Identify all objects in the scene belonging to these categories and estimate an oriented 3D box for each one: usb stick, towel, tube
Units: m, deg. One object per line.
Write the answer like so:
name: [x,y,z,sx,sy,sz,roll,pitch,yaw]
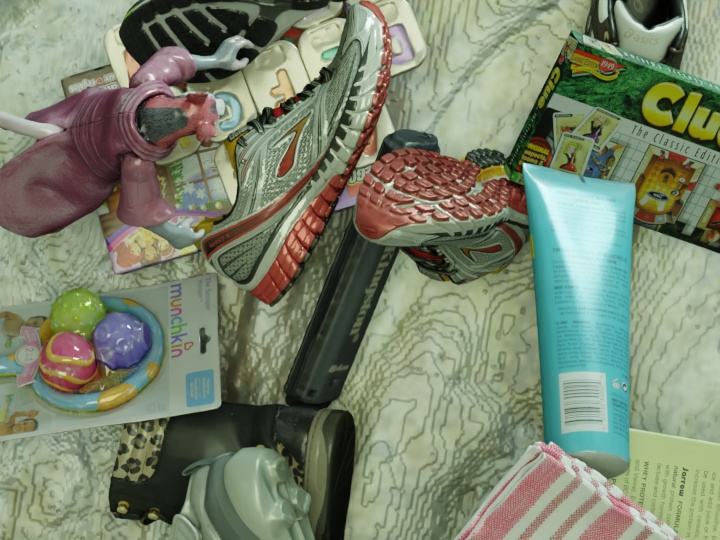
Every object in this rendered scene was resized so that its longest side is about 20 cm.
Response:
usb stick: [0.000,0.000,1.621,0.033,0.055,0.201,28,108,18]
towel: [0.141,0.213,1.474,0.200,0.030,0.147,37,100,-1]
tube: [0.138,0.028,1.535,0.077,0.050,0.201,11,64,-21]

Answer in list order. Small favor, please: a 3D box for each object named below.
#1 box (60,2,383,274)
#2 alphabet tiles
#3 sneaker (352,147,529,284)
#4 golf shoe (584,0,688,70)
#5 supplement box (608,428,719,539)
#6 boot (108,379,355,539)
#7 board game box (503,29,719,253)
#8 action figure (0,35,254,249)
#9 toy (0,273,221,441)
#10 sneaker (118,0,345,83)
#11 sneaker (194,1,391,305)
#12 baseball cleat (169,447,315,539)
box: [-0.086,-0.089,1.656,0.199,0.039,0.138,-16,90,3]
alphabet tiles: [-0.063,-0.147,1.628,0.199,0.015,0.196,-21,89,3]
sneaker: [0.058,-0.025,1.574,0.078,0.200,0.082,36,109,27]
golf shoe: [0.173,-0.130,1.614,0.077,0.094,0.201,3,92,2]
supplement box: [0.213,0.213,1.576,0.199,0.134,0.201,9,81,4]
boot: [-0.090,0.172,1.640,0.150,0.073,0.201,14,109,13]
board game box: [0.203,-0.075,1.597,0.199,0.023,0.105,18,111,-17]
action figure: [-0.155,-0.092,1.535,0.148,0.200,0.135,17,71,-32]
toy: [-0.194,0.050,1.629,0.199,0.047,0.116,-11,50,7]
sneaker: [-0.065,-0.187,1.590,0.199,0.081,0.074,-24,118,19]
sneaker: [-0.041,-0.081,1.576,0.082,0.078,0.201,28,95,0]
baseball cleat: [-0.060,0.212,1.578,0.106,0.070,0.201,-14,91,29]
